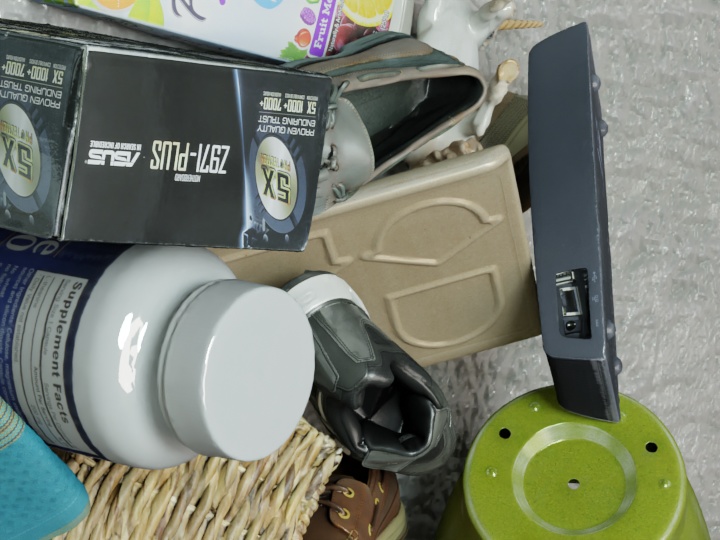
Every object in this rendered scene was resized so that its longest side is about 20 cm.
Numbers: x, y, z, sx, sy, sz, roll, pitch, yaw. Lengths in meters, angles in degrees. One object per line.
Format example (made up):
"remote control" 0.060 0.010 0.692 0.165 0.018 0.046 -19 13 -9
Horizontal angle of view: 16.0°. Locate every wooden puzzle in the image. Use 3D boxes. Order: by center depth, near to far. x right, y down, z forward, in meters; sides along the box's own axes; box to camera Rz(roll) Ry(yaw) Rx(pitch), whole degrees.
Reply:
"wooden puzzle" 0.000 0.000 1.404 0.200 0.184 0.046 73 2 -58

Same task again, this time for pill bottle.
"pill bottle" -0.124 0.035 1.239 0.111 0.199 0.112 -15 109 -50

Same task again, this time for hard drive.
"hard drive" 0.122 -0.025 1.461 0.135 0.042 0.201 66 21 -68

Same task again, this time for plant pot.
"plant pot" 0.129 0.170 1.544 0.201 0.200 0.193 -54 160 -25

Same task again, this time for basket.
"basket" -0.127 0.150 1.386 0.142 0.149 0.201 29 77 -17

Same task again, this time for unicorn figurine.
"unicorn figurine" 0.057 -0.123 1.477 0.200 0.074 0.137 -62 180 -30

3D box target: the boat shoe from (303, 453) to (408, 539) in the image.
"boat shoe" -0.025 0.151 1.474 0.200 0.072 0.068 -48 133 -66

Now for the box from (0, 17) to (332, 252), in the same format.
"box" -0.142 -0.068 1.187 0.163 0.199 0.087 2 99 -51

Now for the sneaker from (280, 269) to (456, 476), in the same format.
"sneaker" 0.014 0.079 1.392 0.066 0.091 0.200 -39 145 -1

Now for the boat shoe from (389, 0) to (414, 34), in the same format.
"boat shoe" 0.001 -0.149 1.452 0.074 0.060 0.201 -53 155 -80

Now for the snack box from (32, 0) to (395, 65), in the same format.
"snack box" -0.064 -0.186 1.338 0.199 0.053 0.143 12 90 -39

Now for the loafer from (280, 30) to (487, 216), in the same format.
"loafer" -0.007 -0.074 1.305 0.200 0.063 0.072 -37 131 -49

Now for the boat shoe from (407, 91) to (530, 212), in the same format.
"boat shoe" 0.058 -0.049 1.535 0.200 0.065 0.072 -45 151 -43

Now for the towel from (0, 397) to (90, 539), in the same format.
"towel" -0.233 0.085 1.198 0.146 0.022 0.200 -26 133 10
